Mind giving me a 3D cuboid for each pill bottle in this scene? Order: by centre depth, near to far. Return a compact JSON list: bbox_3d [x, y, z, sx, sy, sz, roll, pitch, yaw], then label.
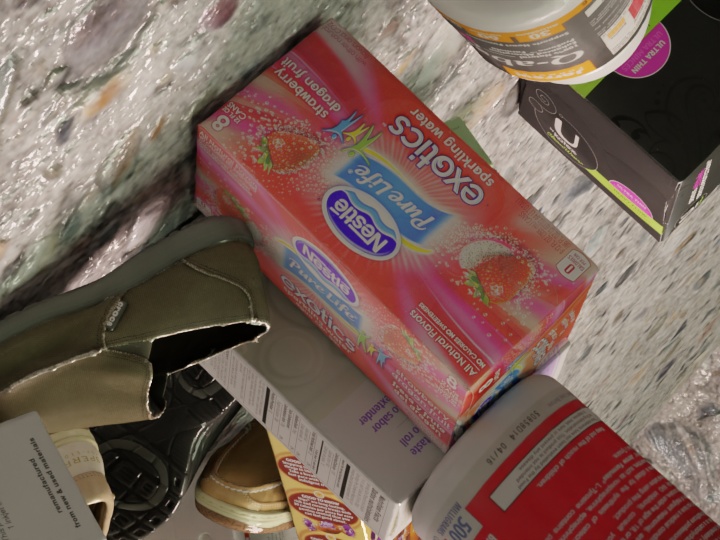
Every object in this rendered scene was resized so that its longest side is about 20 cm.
[{"bbox_3d":[0.131,0.158,1.013,0.112,0.200,0.112,-43,163,-17],"label":"pill bottle"},{"bbox_3d":[0.097,-0.165,1.049,0.117,0.116,0.200,-49,163,6],"label":"pill bottle"}]

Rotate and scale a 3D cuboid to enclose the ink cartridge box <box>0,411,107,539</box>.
[{"bbox_3d":[-0.236,0.169,0.949,0.199,0.084,0.145,-20,152,-28],"label":"ink cartridge box"}]

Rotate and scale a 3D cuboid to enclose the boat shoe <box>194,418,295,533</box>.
[{"bbox_3d":[-0.044,0.106,1.253,0.200,0.071,0.077,-30,142,-67],"label":"boat shoe"}]

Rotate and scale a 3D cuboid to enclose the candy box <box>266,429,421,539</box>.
[{"bbox_3d":[0.001,0.114,1.212,0.201,0.056,0.117,75,31,-46],"label":"candy box"}]

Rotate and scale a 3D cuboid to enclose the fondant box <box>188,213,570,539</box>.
[{"bbox_3d":[-0.004,0.030,1.092,0.144,0.200,0.058,-40,163,-26],"label":"fondant box"}]

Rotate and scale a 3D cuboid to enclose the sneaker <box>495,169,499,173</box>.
[{"bbox_3d":[0.045,0.000,1.372,0.073,0.077,0.201,-35,161,-40],"label":"sneaker"}]

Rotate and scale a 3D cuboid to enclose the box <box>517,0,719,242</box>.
[{"bbox_3d":[0.227,-0.151,1.351,0.200,0.148,0.124,-45,165,-12],"label":"box"}]

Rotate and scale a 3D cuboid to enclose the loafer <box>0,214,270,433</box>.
[{"bbox_3d":[-0.131,0.046,0.995,0.199,0.070,0.075,-32,162,-5],"label":"loafer"}]

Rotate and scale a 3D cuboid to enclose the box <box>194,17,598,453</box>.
[{"bbox_3d":[0.014,-0.018,1.025,0.102,0.200,0.095,-40,164,-20],"label":"box"}]

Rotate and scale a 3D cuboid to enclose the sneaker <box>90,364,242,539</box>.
[{"bbox_3d":[-0.109,0.090,1.202,0.200,0.076,0.091,-50,174,21],"label":"sneaker"}]

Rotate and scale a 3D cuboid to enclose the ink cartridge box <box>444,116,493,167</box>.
[{"bbox_3d":[0.000,0.000,1.264,0.145,0.048,0.200,-27,158,-24],"label":"ink cartridge box"}]

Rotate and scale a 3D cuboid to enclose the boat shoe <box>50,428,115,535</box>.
[{"bbox_3d":[-0.186,0.171,1.167,0.072,0.065,0.201,-16,146,-32],"label":"boat shoe"}]

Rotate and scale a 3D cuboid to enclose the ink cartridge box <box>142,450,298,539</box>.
[{"bbox_3d":[-0.088,0.205,1.357,0.085,0.148,0.200,-11,170,16],"label":"ink cartridge box"}]
